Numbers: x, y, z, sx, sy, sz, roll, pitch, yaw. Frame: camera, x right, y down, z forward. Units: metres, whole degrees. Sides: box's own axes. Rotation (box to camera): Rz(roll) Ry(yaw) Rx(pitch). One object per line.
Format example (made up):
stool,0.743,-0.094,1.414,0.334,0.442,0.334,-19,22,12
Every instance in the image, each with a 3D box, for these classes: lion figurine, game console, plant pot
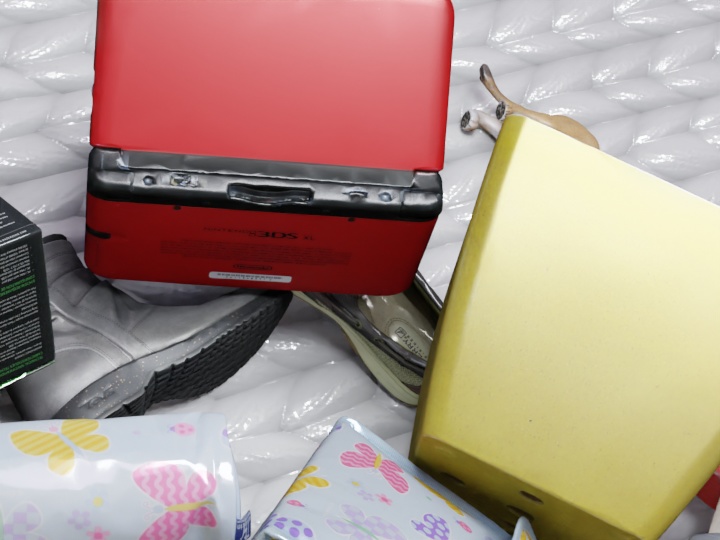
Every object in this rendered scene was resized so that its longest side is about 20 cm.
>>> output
lion figurine,0.148,-0.062,1.271,0.122,0.073,0.201,11,49,-24
game console,-0.056,-0.076,1.042,0.199,0.173,0.119,4,63,-8
plant pot,0.127,0.061,1.025,0.199,0.200,0.177,25,72,5

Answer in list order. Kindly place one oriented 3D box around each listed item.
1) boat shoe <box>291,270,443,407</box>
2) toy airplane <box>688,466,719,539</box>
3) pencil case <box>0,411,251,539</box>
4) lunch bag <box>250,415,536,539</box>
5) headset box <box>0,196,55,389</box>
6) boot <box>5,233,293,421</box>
boat shoe,0.000,0.000,1.142,0.200,0.065,0.073,44,58,-9
toy airplane,0.270,0.130,1.140,0.198,0.141,0.201,-2,59,-23
pencil case,-0.162,0.126,0.988,0.199,0.091,0.083,-1,35,-11
lunch bag,0.030,0.188,0.929,0.200,0.127,0.170,37,19,2
headset box,-0.296,0.001,0.992,0.174,0.093,0.200,-25,43,-33
boot,-0.146,0.022,1.098,0.200,0.070,0.132,-29,66,-39
